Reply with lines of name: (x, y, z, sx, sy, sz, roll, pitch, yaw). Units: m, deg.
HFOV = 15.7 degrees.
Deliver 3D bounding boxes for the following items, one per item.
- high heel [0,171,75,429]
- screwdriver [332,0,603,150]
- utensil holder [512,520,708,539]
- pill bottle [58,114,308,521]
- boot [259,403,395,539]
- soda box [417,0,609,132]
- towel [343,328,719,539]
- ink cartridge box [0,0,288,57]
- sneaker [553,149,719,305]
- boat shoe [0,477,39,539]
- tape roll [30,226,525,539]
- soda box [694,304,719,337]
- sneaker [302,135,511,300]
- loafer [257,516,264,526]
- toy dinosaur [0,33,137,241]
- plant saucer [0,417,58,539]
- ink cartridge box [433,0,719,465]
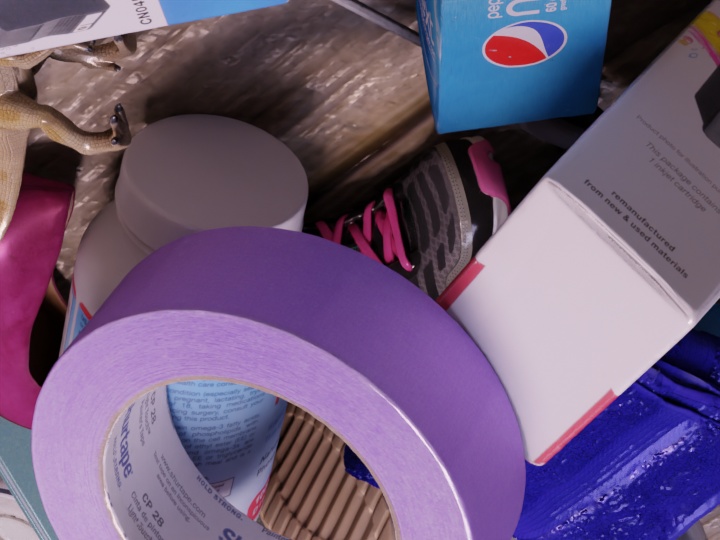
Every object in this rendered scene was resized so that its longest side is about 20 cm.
high heel: (-0.141, 0.022, 1.228, 0.096, 0.068, 0.200, -7, 152, 19)
screwdriver: (0.046, -0.085, 1.124, 0.028, 0.029, 0.200, -27, 153, 31)
utensil holder: (0.098, 0.210, 1.568, 0.199, 0.171, 0.170, -21, 151, 24)
pill bottle: (-0.081, 0.032, 1.188, 0.108, 0.109, 0.201, 0, 132, -18)
boot: (0.009, 0.108, 1.330, 0.166, 0.200, 0.072, 28, 101, -43)
soda box: (0.058, -0.132, 0.989, 0.067, 0.064, 0.200, -7, 153, -3)
towel: (0.104, 0.078, 1.225, 0.200, 0.050, 0.148, 25, 119, -42)
ink cartridge box: (-0.135, -0.143, 0.899, 0.199, 0.085, 0.145, -11, 153, 3)
sneaker: (0.194, -0.022, 1.228, 0.199, 0.091, 0.067, -6, 160, -6)
boat shoe: (-0.140, 0.194, 1.439, 0.202, 0.086, 0.075, 36, 152, 2)
tape roll: (-0.035, 0.083, 1.087, 0.199, 0.066, 0.201, 13, 128, 17)
soda box: (0.113, 0.041, 1.295, 0.199, 0.064, 0.068, -26, 169, 2)
sneaker: (0.000, 0.000, 1.229, 0.087, 0.074, 0.200, -1, 157, -28)
loafer: (-0.082, 0.116, 1.445, 0.069, 0.075, 0.200, -32, 151, 10)
toy dinosaur: (-0.144, -0.078, 1.073, 0.101, 0.058, 0.200, 0, 146, 12)
plant saucer: (-0.136, 0.138, 1.364, 0.070, 0.201, 0.019, -24, -166, 22)
ink cartridge box: (0.128, -0.031, 1.084, 0.200, 0.086, 0.148, -46, 176, -36)
